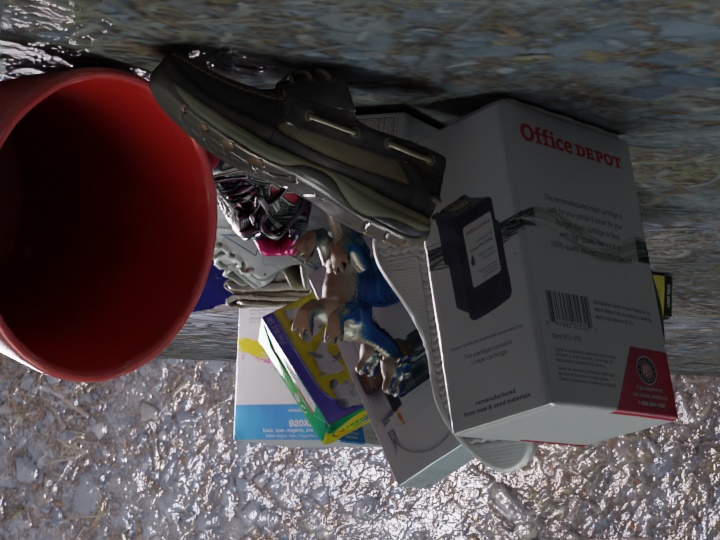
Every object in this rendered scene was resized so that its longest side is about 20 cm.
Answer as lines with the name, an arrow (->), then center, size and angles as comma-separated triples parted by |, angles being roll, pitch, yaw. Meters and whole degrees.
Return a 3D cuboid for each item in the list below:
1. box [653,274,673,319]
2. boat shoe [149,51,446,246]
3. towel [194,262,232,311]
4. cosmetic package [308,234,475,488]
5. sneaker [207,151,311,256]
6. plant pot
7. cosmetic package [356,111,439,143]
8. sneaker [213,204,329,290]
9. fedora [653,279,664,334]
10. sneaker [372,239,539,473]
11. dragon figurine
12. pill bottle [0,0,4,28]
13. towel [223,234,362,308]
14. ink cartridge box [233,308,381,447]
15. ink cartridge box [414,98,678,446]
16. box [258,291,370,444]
box -> 0.235, 0.023, 1.816 | 0.199, 0.050, 0.075 | 5, 172, -20
boat shoe -> -0.035, -0.086, 1.027 | 0.200, 0.074, 0.074 | 29, 171, -22
towel -> -0.174, -0.008, 1.635 | 0.199, 0.050, 0.148 | -11, 153, 22
cosmetic package -> 0.059, 0.050, 1.338 | 0.151, 0.201, 0.052 | -36, 153, 23
sneaker -> -0.075, -0.060, 1.221 | 0.080, 0.075, 0.200 | 1, 172, 17
plant pot -> -0.223, -0.039, 1.088 | 0.177, 0.201, 0.200 | 10, 179, 40
cosmetic package -> 0.039, -0.068, 1.196 | 0.082, 0.051, 0.200 | 2, 173, 28
sneaker -> -0.101, -0.032, 1.401 | 0.199, 0.088, 0.074 | 10, 171, -38
fedora -> 0.193, 0.039, 1.425 | 0.090, 0.178, 0.200 | -7, 153, 21
sneaker -> 0.095, 0.045, 1.190 | 0.074, 0.201, 0.118 | -36, 159, 32
dragon figurine -> 0.000, 0.000, 1.279 | 0.059, 0.201, 0.099 | 6, -169, 38
pill bottle -> -0.244, -0.126, 0.643 | 0.199, 0.113, 0.112 | 4, 173, -1
towel -> -0.021, -0.005, 1.567 | 0.132, 0.035, 0.200 | -1, -166, 39
ink cartridge box -> -0.056, 0.110, 2.027 | 0.144, 0.201, 0.147 | -2, 171, 24
ink cartridge box -> 0.120, 0.005, 1.094 | 0.084, 0.201, 0.144 | -22, 158, 39
box -> 0.027, 0.054, 1.438 | 0.199, 0.118, 0.048 | -25, 157, -22
